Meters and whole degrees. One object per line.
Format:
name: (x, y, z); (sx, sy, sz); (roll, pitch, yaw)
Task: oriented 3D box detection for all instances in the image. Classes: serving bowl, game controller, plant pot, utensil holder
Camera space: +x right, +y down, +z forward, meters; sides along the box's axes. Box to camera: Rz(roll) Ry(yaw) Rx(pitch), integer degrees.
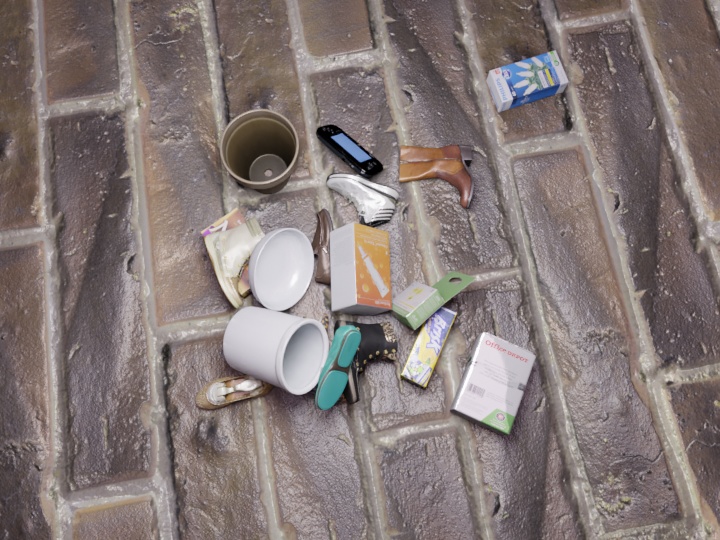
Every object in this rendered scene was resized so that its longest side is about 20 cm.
serving bowl: (-0.204, -0.008, 1.577); (0.065, 0.200, 0.203); (15, 72, 38)
game controller: (-0.028, -0.321, 1.720); (0.199, 0.042, 0.104); (42, 43, 11)
plant pot: (-0.249, -0.283, 1.664); (0.195, 0.174, 0.205); (0, 75, -1)
utensil holder: (-0.199, 0.180, 1.511); (0.197, 0.170, 0.173); (11, 72, 36)

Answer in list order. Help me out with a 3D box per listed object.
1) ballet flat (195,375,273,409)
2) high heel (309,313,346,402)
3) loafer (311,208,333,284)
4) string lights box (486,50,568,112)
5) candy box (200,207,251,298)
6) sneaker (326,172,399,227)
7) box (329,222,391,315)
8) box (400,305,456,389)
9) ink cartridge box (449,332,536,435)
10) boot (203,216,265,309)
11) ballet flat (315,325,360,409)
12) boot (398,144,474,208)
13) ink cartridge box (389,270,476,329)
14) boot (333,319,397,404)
ballet flat: (-0.311, 0.287, 1.568); (0.196, 0.065, 0.072); (-16, 76, -4)
high heel: (-0.064, 0.218, 1.595); (0.140, 0.071, 0.204); (16, 73, -8)
loafer: (-0.100, -0.062, 1.656); (0.069, 0.073, 0.205); (-5, 75, -2)
string lights box: (0.460, -0.523, 1.785); (0.196, 0.059, 0.105); (-18, 77, -4)
candy box: (-0.309, -0.046, 1.662); (0.116, 0.057, 0.202); (-33, 79, -8)
sneaker: (-0.005, -0.178, 1.686); (0.196, 0.076, 0.118); (16, 74, 2)
box: (0.000, 0.000, 1.600); (0.123, 0.097, 0.205); (11, 70, -41)
box: (0.168, 0.185, 1.596); (0.069, 0.064, 0.203); (24, 77, 6)
ink cartridge box: (0.319, 0.273, 1.561); (0.144, 0.084, 0.203); (23, 76, 6)
boot: (-0.286, -0.022, 1.593); (0.152, 0.072, 0.203); (-22, 76, -8)
ballet flat: (-0.056, 0.219, 1.484); (0.066, 0.070, 0.204); (21, 95, -28)
boot: (0.199, -0.250, 1.710); (0.195, 0.069, 0.193); (-1, 75, 1)
ink cartridge box: (0.171, 0.054, 1.589); (0.199, 0.145, 0.048); (-40, 107, -9)
boot: (0.018, 0.214, 1.562); (0.147, 0.073, 0.204); (-2, 65, -22)
